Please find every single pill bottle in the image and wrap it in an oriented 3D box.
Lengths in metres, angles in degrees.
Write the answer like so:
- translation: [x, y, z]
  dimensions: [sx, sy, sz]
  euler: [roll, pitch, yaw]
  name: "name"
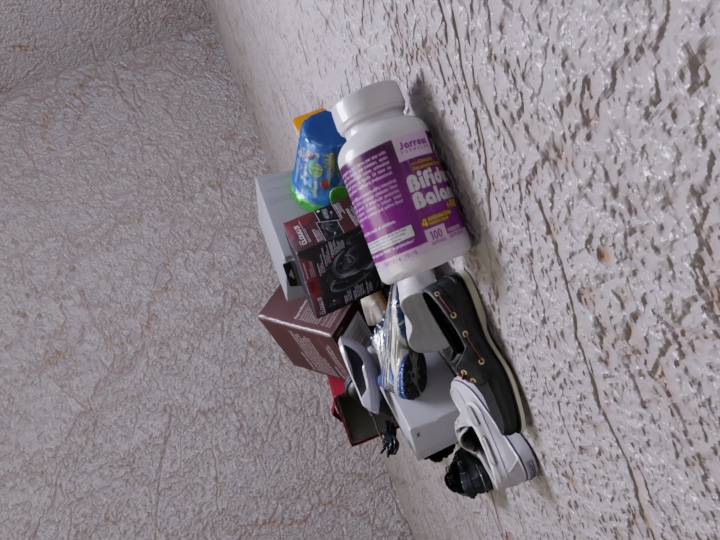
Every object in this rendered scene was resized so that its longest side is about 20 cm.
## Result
- translation: [0.040, -0.098, 0.669]
  dimensions: [0.112, 0.110, 0.205]
  euler: [160, 88, -81]
  name: "pill bottle"

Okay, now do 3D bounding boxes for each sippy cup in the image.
- translation: [-0.054, -0.190, 1.021]
  dimensions: [0.177, 0.139, 0.132]
  euler: [36, 147, 22]
  name: "sippy cup"

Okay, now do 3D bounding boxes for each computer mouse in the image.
- translation: [0.019, 0.195, 0.983]
  dimensions: [0.110, 0.043, 0.204]
  euler: [30, -143, -83]
  name: "computer mouse"

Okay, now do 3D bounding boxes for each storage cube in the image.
- translation: [0.018, 0.225, 1.281]
  dimensions: [0.181, 0.195, 0.174]
  euler: [-114, 6, -50]
  name: "storage cube"

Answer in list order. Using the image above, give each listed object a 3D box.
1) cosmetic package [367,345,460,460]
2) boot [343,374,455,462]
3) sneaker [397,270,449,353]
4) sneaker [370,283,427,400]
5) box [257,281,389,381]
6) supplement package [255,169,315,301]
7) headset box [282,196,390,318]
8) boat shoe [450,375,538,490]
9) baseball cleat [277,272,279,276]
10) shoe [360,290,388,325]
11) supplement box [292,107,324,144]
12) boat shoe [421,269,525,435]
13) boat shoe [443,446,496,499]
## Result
- translation: [0.097, 0.196, 0.999]
  dimensions: [0.201, 0.110, 0.083]
  euler: [-119, 11, -51]
  name: "cosmetic package"
- translation: [0.076, 0.263, 1.091]
  dimensions: [0.195, 0.074, 0.163]
  euler: [23, -162, -33]
  name: "boot"
- translation: [0.088, 0.032, 0.859]
  dimensions: [0.201, 0.072, 0.118]
  euler: [71, -170, -57]
  name: "sneaker"
- translation: [0.051, 0.095, 0.940]
  dimensions: [0.084, 0.076, 0.206]
  euler: [0, 88, 44]
  name: "sneaker"
- translation: [-0.057, 0.095, 1.180]
  dimensions: [0.196, 0.166, 0.167]
  euler: [10, 144, 37]
  name: "box"
- translation: [-0.108, -0.069, 1.080]
  dimensions: [0.119, 0.114, 0.203]
  euler: [97, 155, -49]
  name: "supplement package"
- translation: [-0.023, -0.026, 0.935]
  dimensions: [0.151, 0.196, 0.078]
  euler: [76, 168, -45]
  name: "headset box"
- translation: [0.158, 0.214, 0.806]
  dimensions: [0.201, 0.064, 0.073]
  euler: [-125, 15, -56]
  name: "boat shoe"
- translation: [-0.136, -0.043, 1.203]
  dimensions: [0.070, 0.105, 0.202]
  euler: [53, -142, -26]
  name: "baseball cleat"
- translation: [0.000, 0.000, 1.053]
  dimensions: [0.204, 0.052, 0.070]
  euler: [67, -166, 4]
  name: "shoe"
- translation: [-0.072, -0.204, 1.228]
  dimensions: [0.202, 0.072, 0.127]
  euler: [79, 167, -49]
  name: "supplement box"
- translation: [0.135, 0.104, 0.722]
  dimensions: [0.074, 0.062, 0.206]
  euler: [127, 121, -77]
  name: "boat shoe"
- translation: [0.173, 0.345, 1.012]
  dimensions: [0.199, 0.065, 0.076]
  euler: [130, 118, -80]
  name: "boat shoe"
